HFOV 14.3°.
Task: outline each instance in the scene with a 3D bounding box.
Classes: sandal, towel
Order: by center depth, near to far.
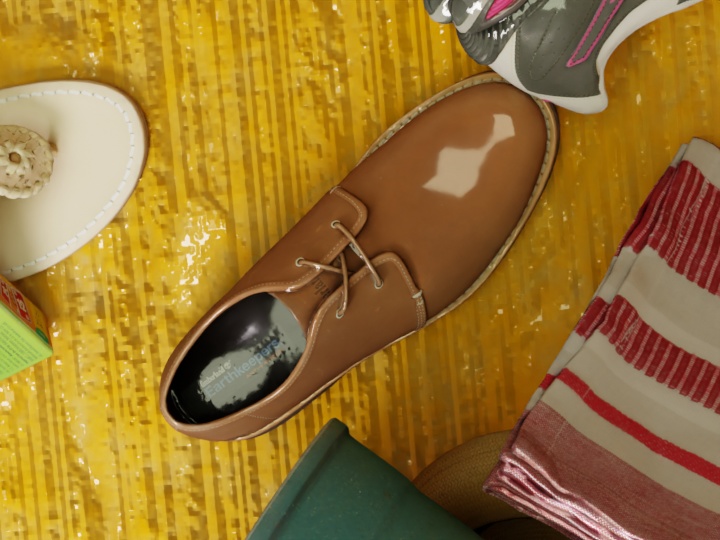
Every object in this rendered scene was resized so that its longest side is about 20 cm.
[{"bbox_3d":[0.147,0.042,1.049,0.144,0.200,0.023,28,139,7],"label":"towel"},{"bbox_3d":[-0.191,-0.022,1.160,0.211,0.070,0.078,-15,92,12],"label":"sandal"}]

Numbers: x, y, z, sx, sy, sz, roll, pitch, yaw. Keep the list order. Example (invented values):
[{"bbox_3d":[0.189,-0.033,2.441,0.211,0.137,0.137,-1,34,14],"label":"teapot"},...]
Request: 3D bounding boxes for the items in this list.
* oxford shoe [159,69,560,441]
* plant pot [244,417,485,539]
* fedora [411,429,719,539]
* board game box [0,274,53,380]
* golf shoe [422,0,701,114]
[{"bbox_3d":[0.000,0.000,1.125,0.200,0.071,0.071,-45,84,10],"label":"oxford shoe"},{"bbox_3d":[0.016,0.185,1.008,0.188,0.200,0.200,32,100,4],"label":"plant pot"},{"bbox_3d":[0.100,0.142,1.098,0.200,0.082,0.201,10,110,29],"label":"fedora"},{"bbox_3d":[-0.234,0.047,1.167,0.200,0.096,0.030,-28,51,11],"label":"board game box"},{"bbox_3d":[0.112,-0.154,1.097,0.088,0.077,0.200,39,98,-22],"label":"golf shoe"}]
